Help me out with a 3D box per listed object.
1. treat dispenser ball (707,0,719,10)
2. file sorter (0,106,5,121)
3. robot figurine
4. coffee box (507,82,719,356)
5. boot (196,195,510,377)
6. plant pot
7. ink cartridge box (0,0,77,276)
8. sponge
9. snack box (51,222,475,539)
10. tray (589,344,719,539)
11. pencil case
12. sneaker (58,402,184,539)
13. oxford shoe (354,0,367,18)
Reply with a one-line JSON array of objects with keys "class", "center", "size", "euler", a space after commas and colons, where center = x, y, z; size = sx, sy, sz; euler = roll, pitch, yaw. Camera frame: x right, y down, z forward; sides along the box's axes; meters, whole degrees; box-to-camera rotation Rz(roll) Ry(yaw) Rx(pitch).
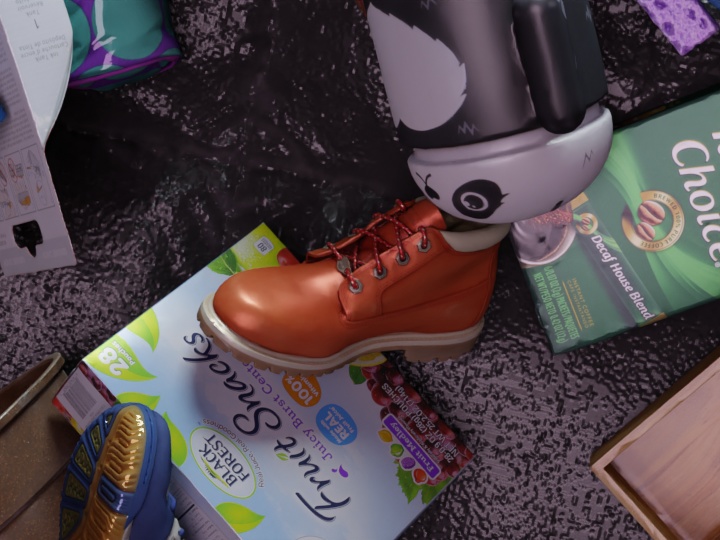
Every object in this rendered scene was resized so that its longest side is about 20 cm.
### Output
[{"class": "treat dispenser ball", "center": [0.254, -0.223, 0.905], "size": [0.200, 0.201, 0.201], "euler": [1, 99, 9]}, {"class": "file sorter", "center": [-0.325, -0.146, 0.966], "size": [0.139, 0.123, 0.200], "euler": [-34, 61, -1]}, {"class": "robot figurine", "center": [0.068, -0.125, 0.938], "size": [0.125, 0.150, 0.200], "euler": [-10, 104, 20]}, {"class": "coffee box", "center": [0.190, -0.039, 1.023], "size": [0.200, 0.044, 0.123], "euler": [-19, 95, 12]}, {"class": "boot", "center": [0.000, 0.000, 0.986], "size": [0.075, 0.200, 0.107], "euler": [53, 134, 35]}, {"class": "plant pot", "center": [-0.203, 0.190, 1.055], "size": [0.200, 0.200, 0.198], "euler": [-38, 98, 13]}, {"class": "ink cartridge box", "center": [-0.208, -0.102, 1.023], "size": [0.057, 0.162, 0.200], "euler": [-24, 98, -25]}, {"class": "sponge", "center": [0.135, -0.208, 0.972], "size": [0.030, 0.112, 0.200], "euler": [-38, 91, 14]}, {"class": "snack box", "center": [-0.056, 0.097, 1.015], "size": [0.200, 0.169, 0.068], "euler": [48, 141, 5]}, {"class": "tray", "center": [0.249, 0.090, 1.038], "size": [0.200, 0.037, 0.099], "euler": [-42, 91, 13]}, {"class": "pencil case", "center": [-0.178, -0.210, 1.037], "size": [0.092, 0.085, 0.200], "euler": [-15, 96, 8]}, {"class": "sneaker", "center": [-0.123, 0.167, 0.953], "size": [0.088, 0.075, 0.200], "euler": [2, 110, -28]}, {"class": "oxford shoe", "center": [0.015, -0.228, 0.973], "size": [0.074, 0.200, 0.071], "euler": [-20, 56, -12]}]
